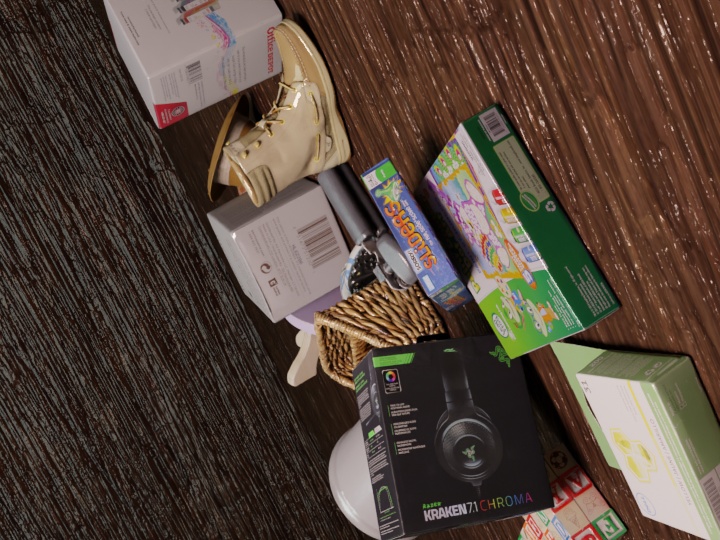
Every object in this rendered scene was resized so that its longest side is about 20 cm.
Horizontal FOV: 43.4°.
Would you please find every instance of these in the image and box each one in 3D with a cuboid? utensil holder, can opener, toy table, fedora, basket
[{"bbox_3d":[0.070,0.235,1.179,0.171,0.168,0.201,56,139,19],"label":"utensil holder"},{"bbox_3d":[0.018,-0.065,1.195,0.067,0.053,0.202,-44,72,43],"label":"can opener"},{"bbox_3d":[-0.052,0.105,1.515,0.199,0.181,0.119,36,139,53],"label":"toy table"},{"bbox_3d":[-0.195,-0.197,1.533,0.080,0.204,0.201,19,162,0],"label":"fedora"},{"bbox_3d":[0.033,0.120,1.262,0.144,0.147,0.201,54,164,25],"label":"basket"}]

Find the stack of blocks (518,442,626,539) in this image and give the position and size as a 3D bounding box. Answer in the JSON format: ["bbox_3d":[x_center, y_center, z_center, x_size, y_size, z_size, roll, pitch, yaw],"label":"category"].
[{"bbox_3d":[0.235,0.298,1.062,0.116,0.058,0.201,54,164,27],"label":"stack of blocks"}]

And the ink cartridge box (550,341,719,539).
[{"bbox_3d":[0.230,0.138,0.776,0.148,0.047,0.199,63,161,-9],"label":"ink cartridge box"}]

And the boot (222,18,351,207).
[{"bbox_3d":[-0.107,-0.195,1.137,0.073,0.154,0.203,41,156,52],"label":"boot"}]

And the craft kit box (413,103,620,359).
[{"bbox_3d":[0.133,-0.026,0.837,0.202,0.048,0.198,60,169,7],"label":"craft kit box"}]

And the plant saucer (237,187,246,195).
[{"bbox_3d":[-0.193,-0.102,1.880,0.202,0.037,0.201,55,165,23],"label":"plant saucer"}]

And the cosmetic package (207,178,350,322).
[{"bbox_3d":[-0.132,-0.045,1.499,0.170,0.164,0.200,65,166,-20],"label":"cosmetic package"}]

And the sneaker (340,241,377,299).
[{"bbox_3d":[0.000,0.000,1.316,0.201,0.071,0.073,98,148,-63],"label":"sneaker"}]

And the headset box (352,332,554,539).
[{"bbox_3d":[0.094,0.169,0.966,0.093,0.170,0.204,125,138,-65],"label":"headset box"}]

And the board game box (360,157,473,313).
[{"bbox_3d":[0.065,-0.030,0.945,0.137,0.034,0.200,61,-174,13],"label":"board game box"}]

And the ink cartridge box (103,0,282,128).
[{"bbox_3d":[-0.219,-0.319,1.214,0.146,0.197,0.146,59,166,13],"label":"ink cartridge box"}]
